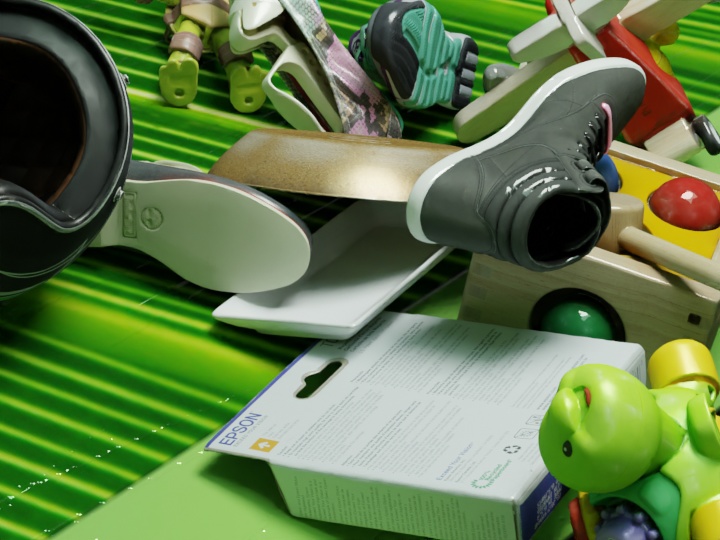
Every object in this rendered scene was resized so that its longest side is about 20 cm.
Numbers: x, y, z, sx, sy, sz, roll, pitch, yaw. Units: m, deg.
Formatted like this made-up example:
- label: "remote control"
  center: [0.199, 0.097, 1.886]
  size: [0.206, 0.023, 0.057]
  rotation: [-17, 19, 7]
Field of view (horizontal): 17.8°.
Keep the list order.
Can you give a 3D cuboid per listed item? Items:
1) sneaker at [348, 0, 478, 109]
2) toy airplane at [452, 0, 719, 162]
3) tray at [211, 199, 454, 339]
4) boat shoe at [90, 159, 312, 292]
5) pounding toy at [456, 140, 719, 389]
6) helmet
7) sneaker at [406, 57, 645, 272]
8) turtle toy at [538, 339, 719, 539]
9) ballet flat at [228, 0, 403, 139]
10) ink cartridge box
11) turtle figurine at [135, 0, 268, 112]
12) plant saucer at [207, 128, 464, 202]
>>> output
- label: "sneaker"
  center: [0.020, -0.155, 1.675]
  size: [0.087, 0.075, 0.200]
  rotation: [11, -3, 18]
- label: "toy airplane"
  center: [0.178, -0.165, 1.663]
  size: [0.199, 0.200, 0.142]
  rotation: [2, 44, -13]
- label: "tray"
  center: [0.000, 0.000, 1.487]
  size: [0.107, 0.022, 0.200]
  rotation: [3, 25, 31]
- label: "boat shoe"
  center: [-0.121, -0.036, 1.477]
  size: [0.199, 0.072, 0.063]
  rotation: [11, 19, 13]
- label: "pounding toy"
  center: [0.171, -0.004, 1.463]
  size: [0.183, 0.143, 0.200]
  rotation: [19, 33, 10]
- label: "helmet"
  center: [-0.237, -0.070, 1.373]
  size: [0.200, 0.201, 0.190]
  rotation: [32, 22, 28]
- label: "sneaker"
  center: [0.130, -0.060, 1.397]
  size: [0.200, 0.071, 0.099]
  rotation: [-34, 43, -31]
- label: "turtle toy"
  center: [0.160, 0.117, 1.252]
  size: [0.101, 0.200, 0.146]
  rotation: [-17, 48, 8]
- label: "ballet flat"
  center: [-0.049, -0.155, 1.640]
  size: [0.071, 0.069, 0.200]
  rotation: [-31, 81, -33]
- label: "ink cartridge box"
  center: [0.042, 0.089, 1.352]
  size: [0.199, 0.044, 0.196]
  rotation: [6, 27, 28]
- label: "turtle figurine"
  center: [-0.125, -0.188, 1.714]
  size: [0.199, 0.065, 0.162]
  rotation: [17, 39, -23]
- label: "plant saucer"
  center: [-0.002, -0.070, 1.523]
  size: [0.199, 0.036, 0.200]
  rotation: [5, 5, 0]
